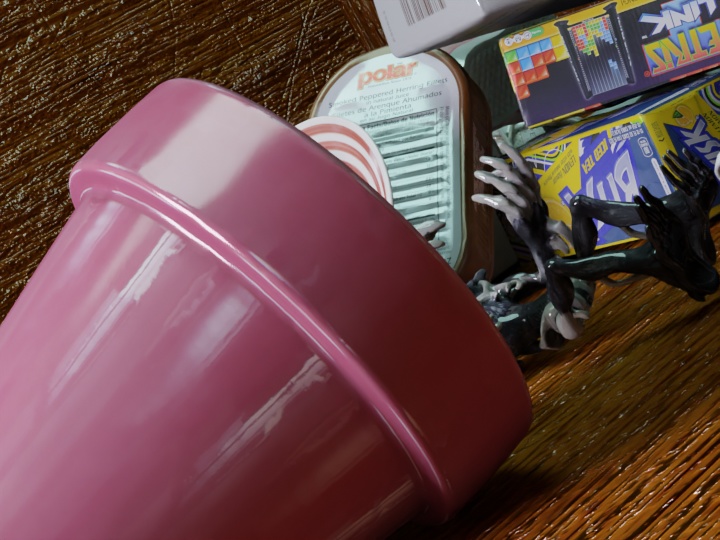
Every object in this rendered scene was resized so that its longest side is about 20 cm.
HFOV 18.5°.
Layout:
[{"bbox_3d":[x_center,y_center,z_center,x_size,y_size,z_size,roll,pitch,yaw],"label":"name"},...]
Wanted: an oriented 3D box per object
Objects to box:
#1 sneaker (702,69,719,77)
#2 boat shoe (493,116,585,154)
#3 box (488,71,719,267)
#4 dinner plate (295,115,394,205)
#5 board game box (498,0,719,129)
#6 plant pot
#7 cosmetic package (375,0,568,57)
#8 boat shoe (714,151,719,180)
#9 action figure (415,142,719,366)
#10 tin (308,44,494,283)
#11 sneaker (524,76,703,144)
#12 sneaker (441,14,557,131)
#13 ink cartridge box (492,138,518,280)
[{"bbox_3d":[0.258,-0.183,1.470,0.099,0.078,0.200,-48,28,25],"label":"sneaker"},{"bbox_3d":[0.104,-0.086,1.552,0.200,0.071,0.069,-10,-7,-42],"label":"boat shoe"},{"bbox_3d":[0.146,-0.054,1.255,0.064,0.070,0.200,-27,5,-24],"label":"box"},{"bbox_3d":[-0.036,0.010,1.263,0.024,0.201,0.200,19,-27,-34],"label":"dinner plate"},{"bbox_3d":[0.176,-0.133,1.264,0.165,0.057,0.200,-17,2,13],"label":"board game box"},{"bbox_3d":[-0.064,0.058,0.836,0.179,0.200,0.200,-48,11,-16],"label":"plant pot"},{"bbox_3d":[0.107,-0.234,1.249,0.199,0.167,0.167,-18,2,-17],"label":"cosmetic package"},{"bbox_3d":[0.239,-0.067,1.023,0.067,0.073,0.200,-60,16,-16],"label":"boat shoe"},{"bbox_3d":[0.071,-0.001,1.039,0.200,0.102,0.119,-24,19,35],"label":"action figure"},{"bbox_3d":[0.022,-0.045,1.304,0.112,0.201,0.042,-9,-30,16],"label":"tin"},{"bbox_3d":[0.175,-0.099,1.509,0.115,0.074,0.200,-22,10,37],"label":"sneaker"},{"bbox_3d":[0.069,-0.123,1.467,0.104,0.076,0.200,-15,6,31],"label":"sneaker"},{"bbox_3d":[0.000,0.000,1.448,0.147,0.083,0.200,-35,8,-41],"label":"ink cartridge box"}]
